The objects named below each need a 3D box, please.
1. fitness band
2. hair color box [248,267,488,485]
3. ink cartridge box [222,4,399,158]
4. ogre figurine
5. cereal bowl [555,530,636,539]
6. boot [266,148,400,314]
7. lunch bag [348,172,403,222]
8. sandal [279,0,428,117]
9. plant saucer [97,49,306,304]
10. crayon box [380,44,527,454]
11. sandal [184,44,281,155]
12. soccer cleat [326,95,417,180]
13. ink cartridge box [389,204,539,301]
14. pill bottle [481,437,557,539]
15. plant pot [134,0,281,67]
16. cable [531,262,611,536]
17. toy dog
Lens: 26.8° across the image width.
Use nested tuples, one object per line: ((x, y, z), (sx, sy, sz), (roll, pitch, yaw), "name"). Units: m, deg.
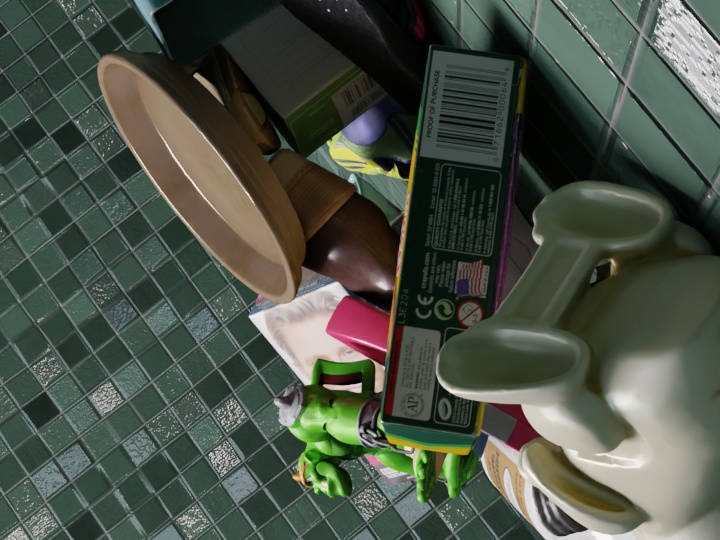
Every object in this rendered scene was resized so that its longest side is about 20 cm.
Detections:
((0.061, 0.074, 1.027), (0.199, 0.038, 0.143), (33, 178, -43), "fitness band")
((0.012, 0.076, 1.203), (0.201, 0.099, 0.061), (52, -141, -23), "hair color box")
((-0.061, -0.188, 1.076), (0.201, 0.103, 0.059), (51, 175, 26), "ink cartridge box")
((0.013, 0.117, 1.089), (0.118, 0.100, 0.200), (11, -171, 19), "ogre figurine")
((0.205, 0.200, 1.082), (0.200, 0.083, 0.201), (40, 156, 21), "cereal bowl")
((0.000, 0.000, 1.053), (0.166, 0.072, 0.200), (43, 174, 7), "boot")
((0.031, 0.027, 1.325), (0.170, 0.122, 0.200), (39, -166, -18), "lunch bag")
((0.010, -0.155, 0.932), (0.075, 0.045, 0.200), (19, 168, 39), "sandal")
((-0.100, -0.064, 0.989), (0.200, 0.029, 0.201), (46, 163, 19), "plant saucer")
((0.051, -0.003, 0.859), (0.057, 0.203, 0.173), (8, 171, 2), "crayon box")
((-0.105, -0.119, 1.047), (0.081, 0.054, 0.200), (56, 175, -28), "sandal")
((0.018, -0.097, 1.206), (0.084, 0.065, 0.200), (50, 175, 4), "soccer cleat")
((0.086, 0.005, 1.152), (0.146, 0.082, 0.200), (53, 176, 0), "ink cartridge box")
((0.164, 0.153, 1.279), (0.115, 0.114, 0.200), (54, 176, -18), "pill bottle")
((-0.116, -0.260, 0.936), (0.201, 0.140, 0.141), (57, 176, 5), "plant pot")
((0.129, 0.074, 0.885), (0.050, 0.202, 0.097), (-13, 138, 35), "cable")
((0.163, 0.073, 0.744), (0.192, 0.140, 0.201), (0, 136, 36), "toy dog")
